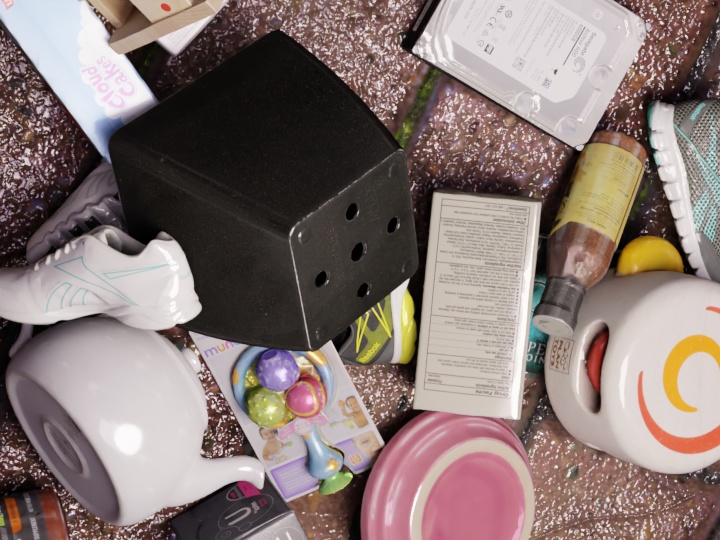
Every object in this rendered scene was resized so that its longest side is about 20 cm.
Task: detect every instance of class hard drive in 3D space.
[{"bbox_3d":[0.155,-0.216,1.742,0.200,0.038,0.140,29,93,-23],"label":"hard drive"}]

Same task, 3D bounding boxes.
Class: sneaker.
[{"bbox_3d":[-0.208,-0.067,1.638,0.200,0.081,0.075,-37,140,-7],"label":"sneaker"},{"bbox_3d":[0.339,-0.075,1.800,0.091,0.078,0.200,-15,111,14],"label":"sneaker"},{"bbox_3d":[-0.228,0.000,1.563,0.200,0.070,0.080,0,114,19],"label":"sneaker"},{"bbox_3d":[0.000,0.000,1.722,0.085,0.074,0.200,-14,107,-14],"label":"sneaker"}]

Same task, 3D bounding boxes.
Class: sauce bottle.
[{"bbox_3d":[0.208,-0.034,1.748,0.066,0.066,0.200,35,63,-22],"label":"sauce bottle"}]

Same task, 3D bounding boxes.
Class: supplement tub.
[{"bbox_3d":[-0.355,0.260,1.650,0.200,0.107,0.107,-11,106,-16],"label":"supplement tub"}]

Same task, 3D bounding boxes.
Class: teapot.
[{"bbox_3d":[-0.204,0.110,1.636,0.146,0.197,0.200,-37,126,-25],"label":"teapot"}]

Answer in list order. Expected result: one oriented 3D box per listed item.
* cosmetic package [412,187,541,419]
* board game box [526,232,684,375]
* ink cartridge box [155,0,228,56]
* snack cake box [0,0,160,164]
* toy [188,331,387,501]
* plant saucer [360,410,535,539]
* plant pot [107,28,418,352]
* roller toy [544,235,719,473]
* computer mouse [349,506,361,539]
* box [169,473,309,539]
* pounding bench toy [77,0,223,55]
[{"bbox_3d":[0.107,0.029,1.732,0.103,0.087,0.200,7,95,4],"label":"cosmetic package"},{"bbox_3d":[0.205,0.038,1.823,0.200,0.028,0.135,11,100,-20],"label":"board game box"},{"bbox_3d":[-0.178,-0.308,1.610,0.200,0.050,0.161,43,87,-17],"label":"ink cartridge box"},{"bbox_3d":[-0.250,-0.193,1.573,0.067,0.115,0.200,-38,111,-7],"label":"snack cake box"},{"bbox_3d":[-0.063,0.123,1.728,0.115,0.047,0.200,-23,115,10],"label":"toy"},{"bbox_3d":[0.094,0.229,1.790,0.200,0.051,0.201,-6,101,-35],"label":"plant saucer"},{"bbox_3d":[-0.063,-0.050,1.571,0.199,0.177,0.200,-37,137,-30],"label":"plant pot"},{"bbox_3d":[0.270,0.088,1.766,0.182,0.140,0.200,-41,114,-17],"label":"roller toy"},{"bbox_3d":[0.061,0.314,1.831,0.140,0.046,0.200,-4,104,-16],"label":"computer mouse"},{"bbox_3d":[-0.079,0.306,1.743,0.106,0.122,0.200,-29,110,-9],"label":"box"},{"bbox_3d":[-0.169,-0.308,1.504,0.156,0.124,0.200,45,51,-29],"label":"pounding bench toy"}]
